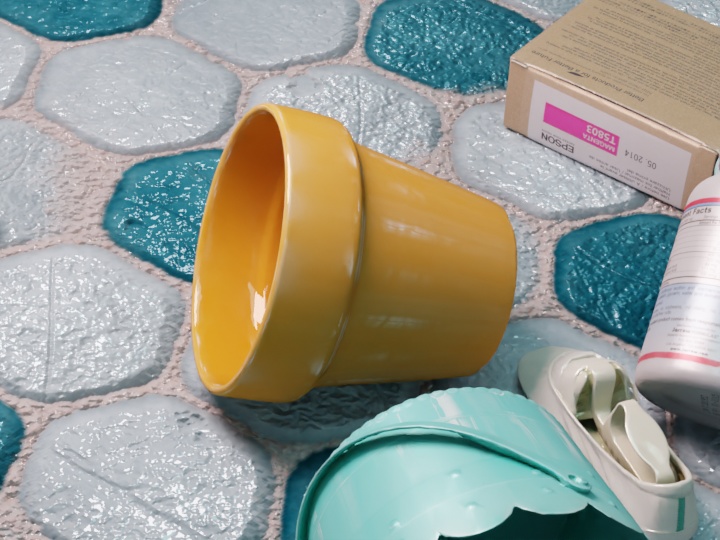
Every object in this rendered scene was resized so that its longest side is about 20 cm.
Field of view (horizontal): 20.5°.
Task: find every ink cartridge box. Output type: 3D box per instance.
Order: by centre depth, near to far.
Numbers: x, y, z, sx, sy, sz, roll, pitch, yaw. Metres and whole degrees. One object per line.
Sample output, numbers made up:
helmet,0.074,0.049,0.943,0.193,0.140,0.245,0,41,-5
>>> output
ink cartridge box,0.244,-0.144,1.645,0.200,0.075,0.165,29,46,25

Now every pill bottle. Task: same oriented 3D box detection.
pill bottle,0.267,0.004,1.375,0.109,0.109,0.200,16,74,13

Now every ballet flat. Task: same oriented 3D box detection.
ballet flat,0.172,0.101,1.347,0.069,0.069,0.200,-12,42,-20

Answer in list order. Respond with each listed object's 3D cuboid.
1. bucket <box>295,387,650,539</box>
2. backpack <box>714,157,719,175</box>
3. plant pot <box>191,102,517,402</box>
bucket,0.065,0.176,1.144,0.207,0.207,0.135,-7,34,-14
backpack,0.360,-0.040,1.493,0.167,0.127,0.200,-29,47,-30
plant pot,0.000,0.000,1.369,0.183,0.200,0.200,10,37,-20
